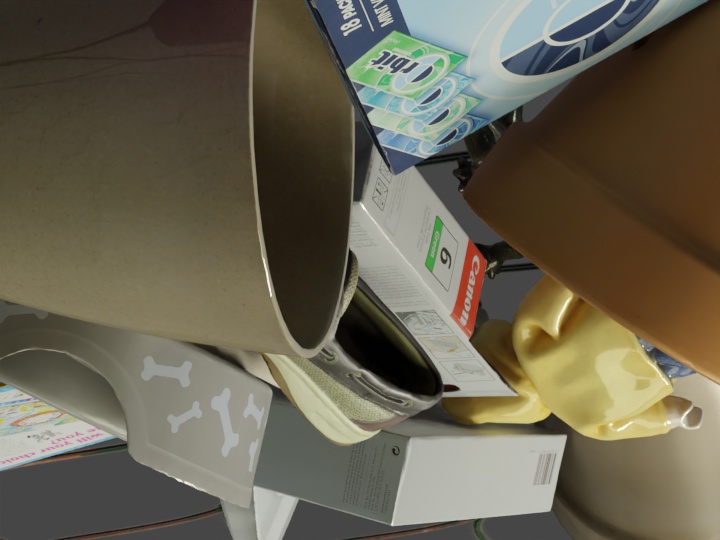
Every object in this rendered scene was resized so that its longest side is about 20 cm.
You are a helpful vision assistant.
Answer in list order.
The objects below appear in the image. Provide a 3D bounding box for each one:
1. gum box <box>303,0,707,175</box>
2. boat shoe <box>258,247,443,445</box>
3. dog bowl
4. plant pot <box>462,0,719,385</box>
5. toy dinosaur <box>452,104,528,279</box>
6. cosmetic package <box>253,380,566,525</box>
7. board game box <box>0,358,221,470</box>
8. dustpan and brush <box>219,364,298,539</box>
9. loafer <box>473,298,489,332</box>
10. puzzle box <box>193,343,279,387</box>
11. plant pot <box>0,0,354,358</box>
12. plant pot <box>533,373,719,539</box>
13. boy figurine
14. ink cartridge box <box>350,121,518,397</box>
[{"bbox_3d":[0.075,-0.133,0.926,0.199,0.045,0.170,-30,157,0],"label":"gum box"},{"bbox_3d":[-0.029,0.006,1.094,0.065,0.074,0.200,-20,136,24],"label":"boat shoe"},{"bbox_3d":[-0.131,0.044,1.109,0.199,0.059,0.200,26,176,2],"label":"dog bowl"},{"bbox_3d":[0.164,-0.041,1.053,0.200,0.200,0.140,20,104,-52],"label":"plant pot"},{"bbox_3d":[0.114,-0.038,1.211,0.199,0.077,0.102,10,164,-33],"label":"toy dinosaur"},{"bbox_3d":[0.004,0.097,1.297,0.150,0.052,0.200,15,-176,29],"label":"cosmetic package"},{"bbox_3d":[-0.196,0.075,1.401,0.199,0.034,0.134,-17,158,14],"label":"board game box"},{"bbox_3d":[-0.055,0.079,1.406,0.057,0.140,0.200,-2,136,30],"label":"dustpan and brush"},{"bbox_3d":[-0.010,0.039,1.352,0.199,0.070,0.070,9,145,-40],"label":"loafer"},{"bbox_3d":[-0.116,-0.007,1.128,0.025,0.133,0.200,-55,151,0],"label":"puzzle box"},{"bbox_3d":[-0.117,-0.057,0.949,0.199,0.188,0.187,-1,160,12],"label":"plant pot"},{"bbox_3d":[0.190,0.057,1.364,0.199,0.201,0.174,-13,143,6],"label":"plant pot"},{"bbox_3d":[0.132,0.042,1.237,0.199,0.065,0.124,-24,119,37],"label":"boy figurine"},{"bbox_3d":[0.000,0.000,1.190,0.108,0.051,0.200,-2,150,28],"label":"ink cartridge box"}]
